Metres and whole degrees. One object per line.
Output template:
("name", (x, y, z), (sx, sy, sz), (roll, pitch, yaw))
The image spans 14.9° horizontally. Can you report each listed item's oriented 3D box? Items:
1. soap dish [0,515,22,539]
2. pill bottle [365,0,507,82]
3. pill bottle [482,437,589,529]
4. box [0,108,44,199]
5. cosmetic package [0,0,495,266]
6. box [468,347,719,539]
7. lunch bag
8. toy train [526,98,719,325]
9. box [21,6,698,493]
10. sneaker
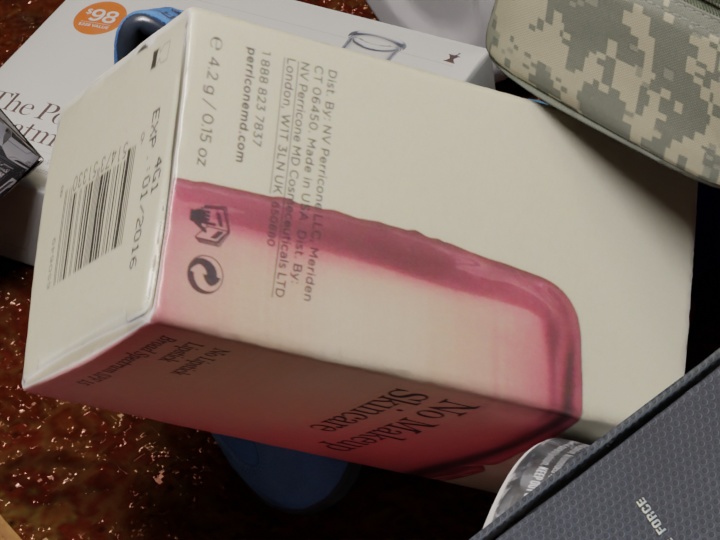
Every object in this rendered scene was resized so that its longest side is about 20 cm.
("soap dish", (-0.159, 0.172, 0.835), (0.200, 0.158, 0.081), (-48, 34, -17))
("pill bottle", (0.096, -0.177, 1.221), (0.200, 0.112, 0.111), (-37, 49, -28))
("pill bottle", (0.139, 0.126, 0.884), (0.199, 0.107, 0.106), (13, 47, 22))
("box", (-0.243, -0.053, 1.154), (0.158, 0.050, 0.200), (-45, 47, 0))
("cosmetic package", (-0.063, -0.054, 1.163), (0.199, 0.052, 0.151), (16, 47, 26))
("box", (0.129, 0.132, 0.804), (0.157, 0.051, 0.201), (-38, 75, 17))
("lunch bag", (0.153, -0.128, 0.938), (0.139, 0.169, 0.199), (29, 24, 36))
("toy train", (0.147, -0.058, 1.111), (0.199, 0.085, 0.116), (-28, 31, -19))
("box", (0.000, 0.000, 0.951), (0.199, 0.128, 0.110), (14, 71, -23))
("sneaker", (-0.054, -0.005, 1.035), (0.066, 0.078, 0.201), (-21, 72, 18))
